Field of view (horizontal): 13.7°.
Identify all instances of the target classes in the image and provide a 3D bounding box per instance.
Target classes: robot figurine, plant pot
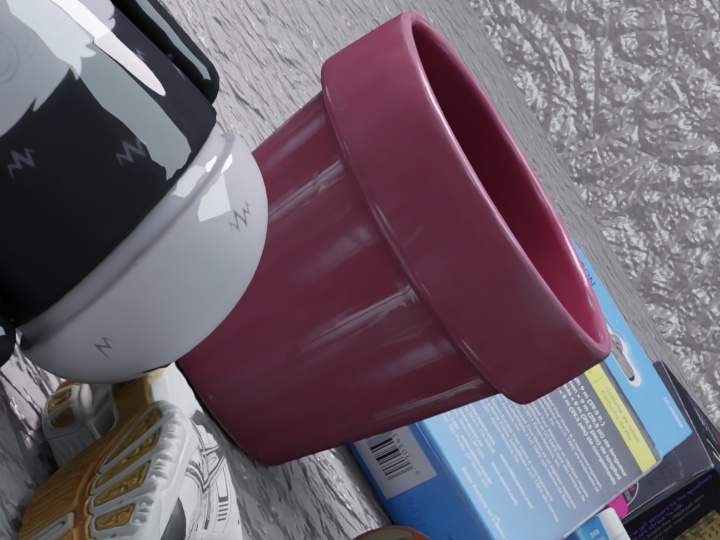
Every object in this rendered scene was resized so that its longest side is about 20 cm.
[{"bbox_3d":[-0.128,-0.047,1.150,0.200,0.150,0.125,45,2,-12],"label":"robot figurine"},{"bbox_3d":[0.000,0.000,1.490,0.200,0.179,0.200,57,11,-16],"label":"plant pot"}]

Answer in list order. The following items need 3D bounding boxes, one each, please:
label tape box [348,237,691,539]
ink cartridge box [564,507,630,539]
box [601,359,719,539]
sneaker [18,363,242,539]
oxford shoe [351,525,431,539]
[{"bbox_3d":[0.086,0.083,1.725,0.200,0.066,0.143,-32,91,-48],"label":"label tape box"},{"bbox_3d":[0.155,0.251,1.776,0.200,0.084,0.145,61,10,6],"label":"ink cartridge box"},{"bbox_3d":[0.251,0.184,2.340,0.200,0.106,0.122,48,13,-44],"label":"box"},{"bbox_3d":[-0.077,0.096,1.159,0.088,0.076,0.200,56,12,-17],"label":"sneaker"},{"bbox_3d":[0.036,0.211,1.442,0.074,0.071,0.200,85,-12,-47],"label":"oxford shoe"}]
